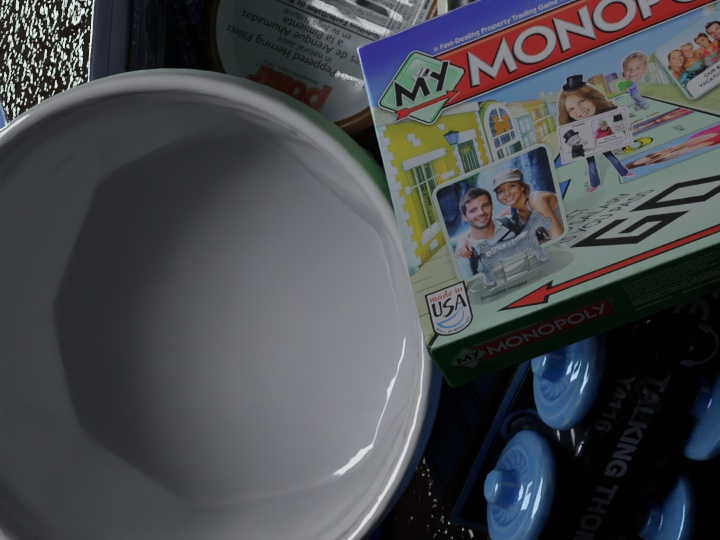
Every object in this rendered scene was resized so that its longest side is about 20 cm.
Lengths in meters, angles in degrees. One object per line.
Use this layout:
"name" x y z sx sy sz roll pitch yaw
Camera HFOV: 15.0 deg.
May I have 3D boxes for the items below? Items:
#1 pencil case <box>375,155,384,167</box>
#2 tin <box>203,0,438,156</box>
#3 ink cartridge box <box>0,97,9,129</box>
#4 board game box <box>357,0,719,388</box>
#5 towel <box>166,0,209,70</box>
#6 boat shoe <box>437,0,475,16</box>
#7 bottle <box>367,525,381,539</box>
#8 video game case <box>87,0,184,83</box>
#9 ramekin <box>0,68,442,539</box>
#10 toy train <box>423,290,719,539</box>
"pencil case" -0.014 -0.068 1.234 0.087 0.078 0.201 132 143 -77
"tin" 0.005 -0.144 1.177 0.112 0.042 0.201 24 89 27
"ink cartridge box" -0.167 0.033 1.374 0.198 0.047 0.200 92 155 -54
"board game box" 0.105 -0.054 0.922 0.199 0.029 0.135 -21 54 11
"towel" -0.051 -0.161 1.251 0.200 0.024 0.145 81 -153 -73
"boat shoe" 0.078 -0.136 1.088 0.068 0.072 0.201 176 104 -66
"bottle" -0.090 0.110 1.188 0.065 0.199 0.084 25 104 61
"video game case" -0.094 -0.088 1.189 0.200 0.019 0.144 82 -173 -62
"ramekin" -0.061 0.022 1.037 0.105 0.199 0.201 -30 -45 -78
"toy train" 0.092 0.023 0.998 0.114 0.086 0.201 -117 44 -58
